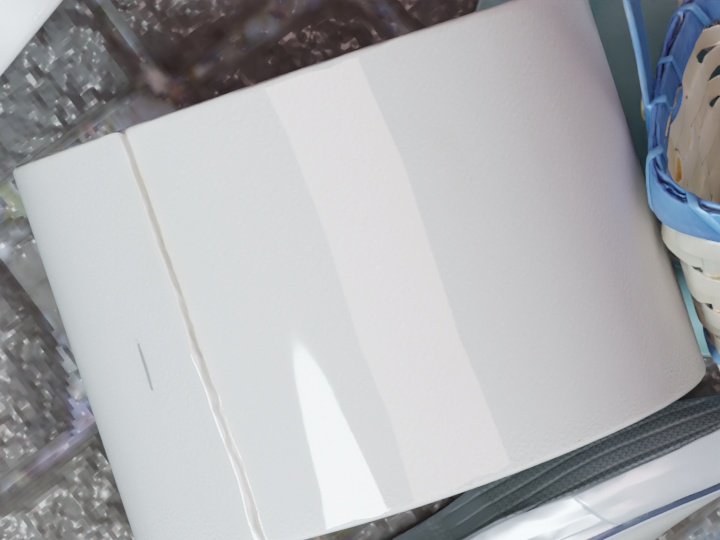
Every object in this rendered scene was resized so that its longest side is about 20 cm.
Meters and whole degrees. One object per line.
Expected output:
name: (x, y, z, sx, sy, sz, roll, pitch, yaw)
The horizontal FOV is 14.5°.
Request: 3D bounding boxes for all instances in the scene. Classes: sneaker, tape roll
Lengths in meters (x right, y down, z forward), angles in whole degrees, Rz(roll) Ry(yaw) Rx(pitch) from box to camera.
sneaker: (0.062, 0.114, 1.024, 0.200, 0.073, 0.071, -28, 104, 3)
tape roll: (0.000, 0.000, 0.941, 0.202, 0.203, 0.139, -19, 94, -7)

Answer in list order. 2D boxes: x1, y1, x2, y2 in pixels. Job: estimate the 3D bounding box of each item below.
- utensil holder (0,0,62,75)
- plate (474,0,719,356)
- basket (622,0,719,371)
utensil holder: (-0.169, -0.162, 0.933, 0.200, 0.170, 0.170, 39, 86, -9)
plate: (0.138, -0.067, 1.047, 0.200, 0.026, 0.201, 0, 91, -7)
basket: (0.175, -0.058, 0.901, 0.176, 0.139, 0.200, -2, 127, 13)
